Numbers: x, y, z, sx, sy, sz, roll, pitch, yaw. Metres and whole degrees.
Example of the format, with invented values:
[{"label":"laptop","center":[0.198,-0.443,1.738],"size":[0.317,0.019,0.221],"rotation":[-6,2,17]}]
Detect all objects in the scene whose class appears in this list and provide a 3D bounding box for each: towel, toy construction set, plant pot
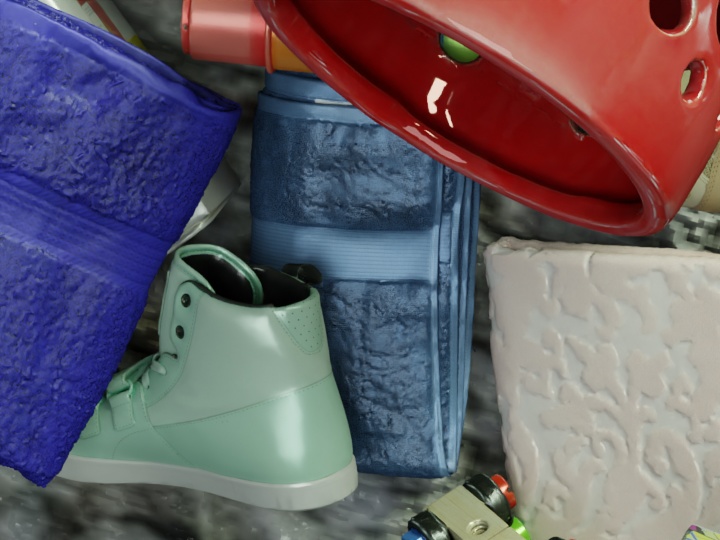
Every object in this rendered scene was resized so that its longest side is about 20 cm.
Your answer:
[{"label":"towel","center":[0.000,0.000,1.369],"size":[0.111,0.049,0.201],"rotation":[5,104,9]},{"label":"toy construction set","center":[0.073,0.175,1.353],"size":[0.200,0.092,0.131],"rotation":[21,141,40]},{"label":"towel","center":[-0.158,-0.018,1.288],"size":[0.147,0.050,0.200],"rotation":[26,99,-8]},{"label":"plant pot","center":[0.083,-0.138,1.180],"size":[0.200,0.200,0.183],"rotation":[33,80,1]},{"label":"towel","center":[0.147,0.086,1.337],"size":[0.191,0.032,0.201],"rotation":[3,105,37]}]

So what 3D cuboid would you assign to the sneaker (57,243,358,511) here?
[{"label":"sneaker","center":[-0.091,0.039,1.358],"size":[0.200,0.074,0.119],"rotation":[6,110,32]}]

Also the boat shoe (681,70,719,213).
[{"label":"boat shoe","center":[0.170,-0.126,1.306],"size":[0.064,0.071,0.201],"rotation":[16,101,-14]}]

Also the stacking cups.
[{"label":"stacking cups","center":[0.019,-0.103,1.308],"size":[0.199,0.061,0.061],"rotation":[2,103,6]}]

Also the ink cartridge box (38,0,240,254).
[{"label":"ink cartridge box","center":[-0.174,-0.072,1.363],"size":[0.145,0.083,0.200],"rotation":[-34,95,16]}]

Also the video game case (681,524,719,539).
[{"label":"video game case","center":[0.229,0.206,1.264],"size":[0.181,0.036,0.200],"rotation":[19,149,30]}]
